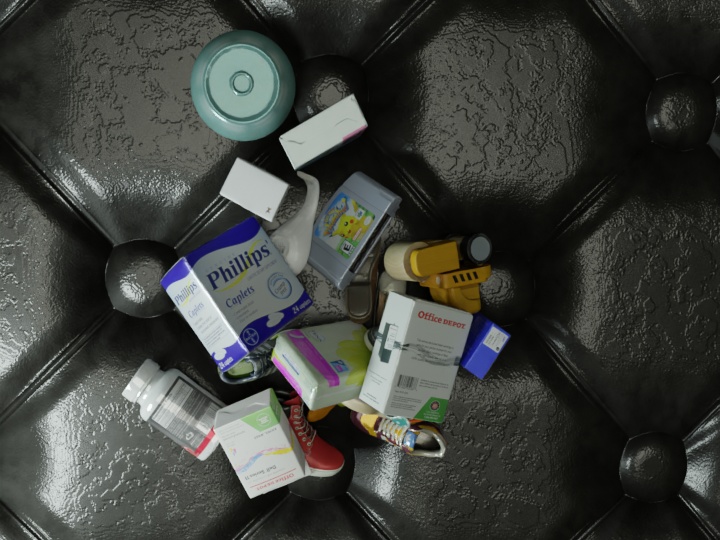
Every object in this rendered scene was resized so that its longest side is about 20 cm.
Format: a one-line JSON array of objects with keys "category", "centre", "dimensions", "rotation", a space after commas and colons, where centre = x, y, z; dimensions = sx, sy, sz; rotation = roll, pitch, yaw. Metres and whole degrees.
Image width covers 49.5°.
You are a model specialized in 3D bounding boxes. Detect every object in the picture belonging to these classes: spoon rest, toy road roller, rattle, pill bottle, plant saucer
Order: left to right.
[{"category": "pill bottle", "centre": [-0.343, 0.256, 1.468], "dimensions": [0.199, 0.111, 0.111], "rotation": [37, 92, -7]}, {"category": "plant saucer", "centre": [-0.219, -0.345, 1.450], "dimensions": [0.195, 0.036, 0.205], "rotation": [0, 97, -4]}, {"category": "spoon rest", "centre": [-0.122, -0.082, 1.472], "dimensions": [0.098, 0.060, 0.203], "rotation": [25, 98, 28]}, {"category": "rattle", "centre": [0.004, 0.279, 1.469], "dimensions": [0.198, 0.130, 0.144], "rotation": [32, 91, 10]}, {"category": "toy road roller", "centre": [0.151, 0.012, 1.449], "dimensions": [0.196, 0.122, 0.149], "rotation": [-10, 96, -24]}]

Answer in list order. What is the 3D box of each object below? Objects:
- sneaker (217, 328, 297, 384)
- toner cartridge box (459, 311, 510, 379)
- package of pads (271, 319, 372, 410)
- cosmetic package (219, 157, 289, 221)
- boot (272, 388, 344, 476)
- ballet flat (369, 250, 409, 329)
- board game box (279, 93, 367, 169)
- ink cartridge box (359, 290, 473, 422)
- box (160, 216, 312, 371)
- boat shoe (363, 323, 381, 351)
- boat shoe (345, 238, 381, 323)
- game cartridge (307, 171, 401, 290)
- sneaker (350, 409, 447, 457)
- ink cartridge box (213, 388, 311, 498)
[{"category": "sneaker", "centre": [-0.180, 0.172, 1.487], "dimensions": [0.197, 0.081, 0.075], "rotation": [-23, 98, -2]}, {"category": "toner cartridge box", "centre": [0.210, 0.128, 1.452], "dimensions": [0.043, 0.200, 0.096], "rotation": [34, 93, -9]}, {"category": "package of pads", "centre": [-0.047, 0.165, 1.424], "dimensions": [0.197, 0.154, 0.069], "rotation": [-7, 127, -38]}, {"category": "cosmetic package", "centre": [-0.183, -0.145, 1.392], "dimensions": [0.100, 0.200, 0.072], "rotation": [27, 94, -7]}, {"category": "boot", "centre": [-0.105, 0.304, 1.485], "dimensions": [0.197, 0.073, 0.146], "rotation": [25, 123, -5]}, {"category": "ballet flat", "centre": [0.059, 0.060, 1.499], "dimensions": [0.067, 0.068, 0.204], "rotation": [7, 95, -4]}, {"category": "board game box", "centre": [-0.067, -0.240, 1.390], "dimensions": [0.146, 0.200, 0.065], "rotation": [-29, 98, 0]}, {"category": "ink cartridge box", "centre": [0.099, 0.151, 1.372], "dimensions": [0.145, 0.083, 0.204], "rotation": [16, 92, -34]}, {"category": "box", "centre": [-0.219, 0.039, 1.401], "dimensions": [0.201, 0.105, 0.183], "rotation": [54, 46, 0]}, {"category": "boat shoe", "centre": [0.100, 0.111, 1.454], "dimensions": [0.196, 0.075, 0.066], "rotation": [3, 142, -35]}, {"category": "boat shoe", "centre": [0.000, 0.000, 1.491], "dimensions": [0.070, 0.068, 0.204], "rotation": [8, 75, 5]}, {"category": "game cartridge", "centre": [-0.023, -0.080, 1.455], "dimensions": [0.040, 0.133, 0.202], "rotation": [30, 94, -50]}, {"category": "sneaker", "centre": [0.077, 0.307, 1.516], "dimensions": [0.196, 0.090, 0.076], "rotation": [17, 95, -6]}, {"category": "ink cartridge box", "centre": [-0.173, 0.331, 1.425], "dimensions": [0.115, 0.068, 0.203], "rotation": [-22, 112, 3]}]
